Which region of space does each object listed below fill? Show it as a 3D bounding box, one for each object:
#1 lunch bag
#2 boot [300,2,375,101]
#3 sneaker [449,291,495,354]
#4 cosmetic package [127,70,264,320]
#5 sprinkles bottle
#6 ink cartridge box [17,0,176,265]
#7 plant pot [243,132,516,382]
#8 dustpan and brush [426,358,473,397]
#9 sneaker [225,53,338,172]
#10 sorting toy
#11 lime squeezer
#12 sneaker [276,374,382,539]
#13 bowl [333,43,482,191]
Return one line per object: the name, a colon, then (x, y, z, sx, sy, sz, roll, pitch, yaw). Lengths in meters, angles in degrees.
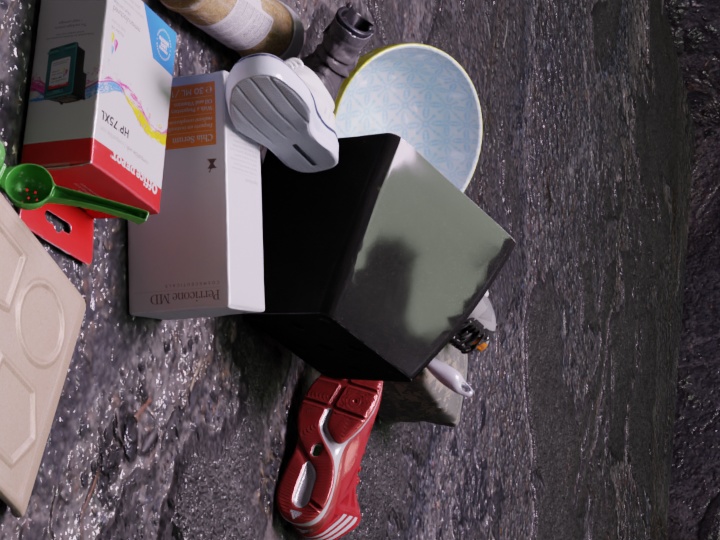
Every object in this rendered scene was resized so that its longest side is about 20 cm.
lunch bag: (0.059, 0.056, 1.907, 0.164, 0.116, 0.202, 54, 41, -58)
boot: (-0.032, -0.201, 1.642, 0.132, 0.069, 0.200, -54, -170, 8)
sneaker: (0.110, 0.050, 1.746, 0.080, 0.073, 0.200, 66, 14, 4)
cosmetic package: (-0.143, -0.063, 1.424, 0.071, 0.100, 0.203, 12, 74, -67)
sprinkles bottle: (-0.121, -0.247, 1.561, 0.200, 0.067, 0.069, 24, 64, -66)
ink cartridge box: (-0.207, -0.117, 1.312, 0.116, 0.066, 0.203, 38, 51, -62)
plant pot: (0.000, 0.000, 1.624, 0.199, 0.199, 0.179, 38, 64, -35)
dustpan and brush: (0.042, 0.067, 1.776, 0.140, 0.199, 0.058, -48, 164, -38)
sneaker: (-0.069, -0.149, 1.417, 0.200, 0.072, 0.072, 54, 27, -69)
sorting toy: (-0.266, 0.051, 1.183, 0.201, 0.036, 0.187, 67, 28, -50)
lime squeezer: (-0.253, -0.077, 1.197, 0.199, 0.070, 0.038, 36, 69, -26)
sneaker: (-0.025, 0.192, 1.729, 0.201, 0.078, 0.116, -61, 156, -24)
bowl: (0.024, -0.152, 1.795, 0.198, 0.107, 0.203, -9, 107, -32)
